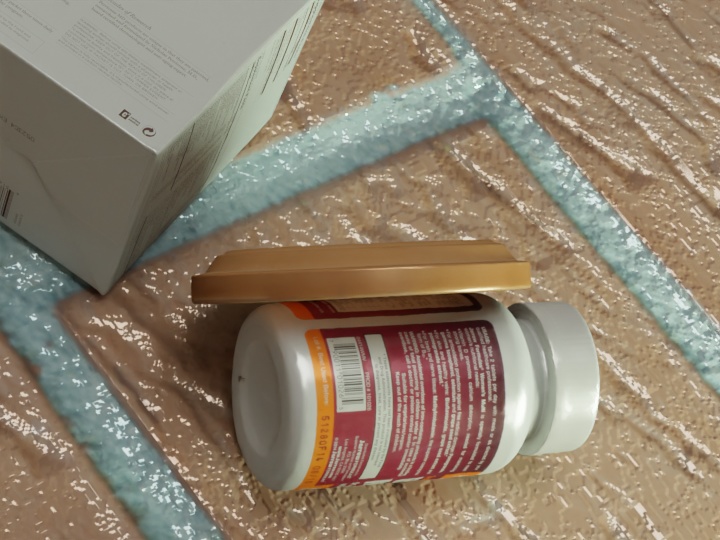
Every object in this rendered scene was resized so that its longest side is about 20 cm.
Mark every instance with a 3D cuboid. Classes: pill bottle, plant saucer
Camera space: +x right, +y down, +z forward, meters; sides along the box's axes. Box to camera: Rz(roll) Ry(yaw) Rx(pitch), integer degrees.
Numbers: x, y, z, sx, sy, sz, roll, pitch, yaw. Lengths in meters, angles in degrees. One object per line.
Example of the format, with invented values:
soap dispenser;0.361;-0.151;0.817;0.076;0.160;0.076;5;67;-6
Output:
pill bottle;0.033;0.069;1.548;0.199;0.110;0.110;-2;56;-23
plant saucer;0.000;0.000;1.539;0.200;0.200;0.032;-3;91;-24

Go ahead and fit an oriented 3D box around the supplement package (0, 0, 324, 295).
supplement package;-0.160;-0.135;1.599;0.191;0.147;0.200;36;50;7
